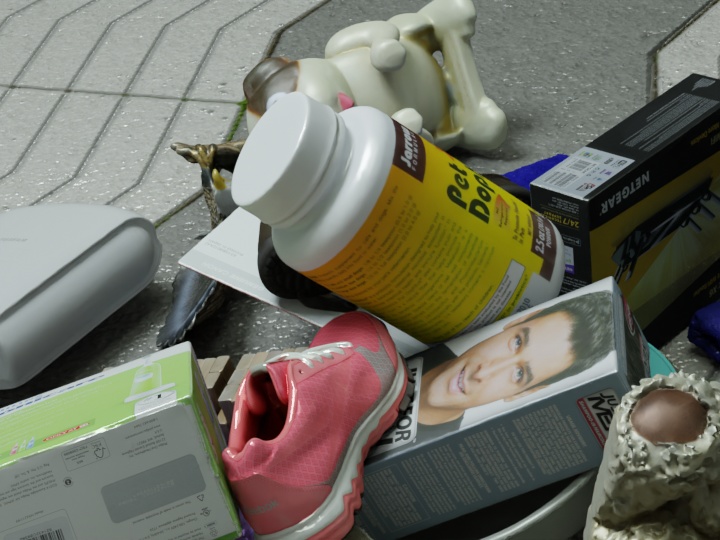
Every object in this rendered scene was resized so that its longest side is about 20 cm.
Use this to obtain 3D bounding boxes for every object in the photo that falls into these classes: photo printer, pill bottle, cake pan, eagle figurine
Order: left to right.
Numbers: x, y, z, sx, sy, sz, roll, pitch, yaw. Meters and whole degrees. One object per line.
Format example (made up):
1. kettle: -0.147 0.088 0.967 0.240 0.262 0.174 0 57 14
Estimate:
1. photo printer: -0.260 0.011 1.352 0.166 0.070 0.200 2 30 37
2. eagle figurine: -0.088 -0.021 1.363 0.152 0.151 0.201 -36 53 31
3. pill bottle: 0.022 -0.027 1.083 0.199 0.109 0.109 30 18 -26
4. cake pan: 0.082 0.116 1.089 0.199 0.037 0.201 -25 27 14

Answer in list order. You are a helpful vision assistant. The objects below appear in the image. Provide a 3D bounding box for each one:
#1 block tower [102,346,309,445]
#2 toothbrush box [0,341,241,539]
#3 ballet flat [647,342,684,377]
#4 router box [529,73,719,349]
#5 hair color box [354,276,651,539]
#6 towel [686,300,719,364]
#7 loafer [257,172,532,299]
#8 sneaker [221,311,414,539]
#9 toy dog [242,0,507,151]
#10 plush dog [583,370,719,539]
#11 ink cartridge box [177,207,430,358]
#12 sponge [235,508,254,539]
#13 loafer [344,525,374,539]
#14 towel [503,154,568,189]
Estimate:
1. block tower: -0.087 0.093 1.175 0.199 0.058 0.054 -6 32 23
2. toothbrush box: -0.151 0.116 1.012 0.145 0.087 0.200 -20 9 -4
3. ballet flat: 0.197 0.108 1.102 0.068 0.076 0.200 -31 29 -8
4. router box: 0.203 -0.028 1.248 0.052 0.158 0.200 20 41 39
5. hair color box: 0.071 0.086 1.041 0.199 0.061 0.099 -22 28 18
6. towel: 0.346 0.037 1.222 0.199 0.050 0.148 -19 25 -19
7. loafer: 0.021 -0.038 1.188 0.199 0.073 0.071 -8 42 -17
8. sneaker: -0.027 0.072 1.005 0.073 0.087 0.200 -19 28 25
9. toy dog: -0.007 -0.149 1.505 0.199 0.140 0.193 -22 18 -39
10. plush dog: 0.205 0.173 0.954 0.171 0.161 0.201 9 68 2
11. ink cartridge box: 0.000 0.000 1.231 0.199 0.044 0.174 23 43 20
12. sponge: -0.114 0.156 1.101 0.199 0.030 0.112 -6 27 23
13. loafer: 0.041 0.208 0.975 0.068 0.076 0.200 -22 43 -26
14. towel: 0.112 -0.034 1.369 0.199 0.050 0.148 -20 34 -20
